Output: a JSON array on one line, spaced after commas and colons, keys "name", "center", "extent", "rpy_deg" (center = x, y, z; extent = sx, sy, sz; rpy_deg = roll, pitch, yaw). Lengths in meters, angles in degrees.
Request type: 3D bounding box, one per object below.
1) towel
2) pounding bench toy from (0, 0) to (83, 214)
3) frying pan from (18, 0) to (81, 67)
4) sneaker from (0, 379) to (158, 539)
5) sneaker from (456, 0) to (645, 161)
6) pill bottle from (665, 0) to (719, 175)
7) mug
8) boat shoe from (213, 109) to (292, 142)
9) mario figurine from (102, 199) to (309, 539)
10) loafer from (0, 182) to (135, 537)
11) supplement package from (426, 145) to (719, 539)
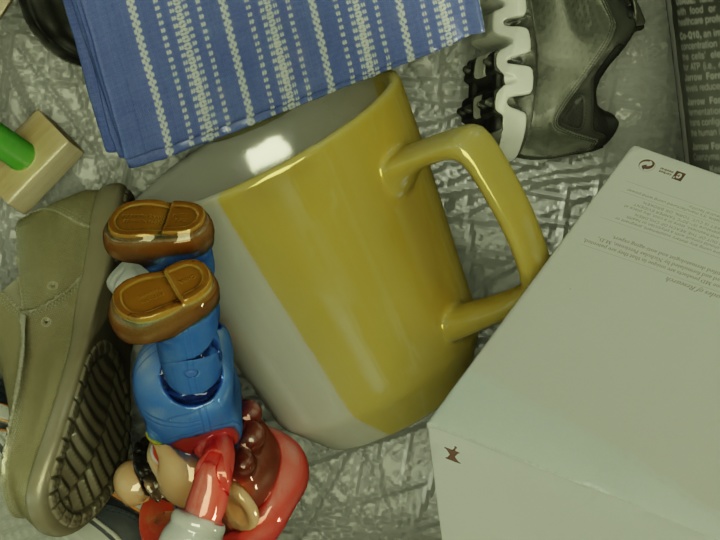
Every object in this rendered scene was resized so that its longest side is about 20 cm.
[{"name": "towel", "center": [-0.045, -0.146, 1.286], "extent": [0.199, 0.024, 0.146], "rpy_deg": [-21, 116, -13]}, {"name": "pounding bench toy", "center": [-0.227, -0.102, 1.310], "extent": [0.199, 0.156, 0.125], "rpy_deg": [36, 93, -4]}, {"name": "frying pan", "center": [-0.140, -0.177, 1.348], "extent": [0.115, 0.031, 0.190], "rpy_deg": [-46, 64, 6]}, {"name": "sneaker", "center": [-0.174, 0.102, 1.373], "extent": [0.200, 0.079, 0.079], "rpy_deg": [39, 128, 16]}, {"name": "sneaker", "center": [0.100, -0.149, 1.363], "extent": [0.090, 0.066, 0.202], "rpy_deg": [4, 88, -17]}, {"name": "pill bottle", "center": [0.211, -0.111, 1.342], "extent": [0.113, 0.114, 0.202], "rpy_deg": [-7, 95, -1]}, {"name": "mug", "center": [-0.009, 0.004, 1.321], "extent": [0.149, 0.186, 0.154], "rpy_deg": [-31, 104, -16]}, {"name": "boat shoe", "center": [-0.024, -0.140, 1.356], "extent": [0.200, 0.068, 0.075], "rpy_deg": [-43, 94, 7]}, {"name": "mario figurine", "center": [-0.094, 0.069, 1.273], "extent": [0.105, 0.124, 0.201], "rpy_deg": [15, 137, 27]}, {"name": "loafer", "center": [-0.151, 0.045, 1.334], "extent": [0.068, 0.201, 0.076], "rpy_deg": [-5, 138, 15]}, {"name": "supplement package", "center": [0.165, 0.082, 1.254], "extent": [0.190, 0.148, 0.200], "rpy_deg": [21, 52, 26]}]
